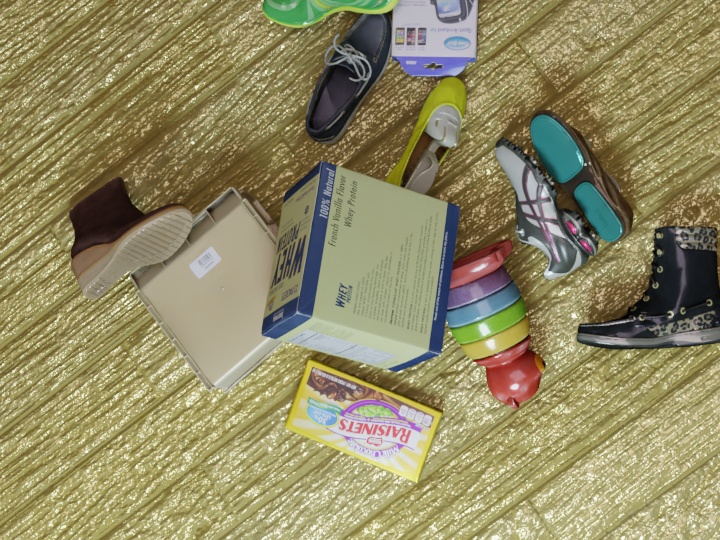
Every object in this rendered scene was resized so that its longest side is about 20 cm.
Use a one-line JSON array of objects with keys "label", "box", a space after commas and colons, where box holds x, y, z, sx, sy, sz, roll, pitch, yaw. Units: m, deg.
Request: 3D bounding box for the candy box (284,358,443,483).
[{"label": "candy box", "box": [0.004, 0.203, 1.629, 0.197, 0.026, 0.104, 21, 94, 8]}]

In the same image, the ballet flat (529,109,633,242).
[{"label": "ballet flat", "box": [0.297, -0.130, 1.582, 0.201, 0.072, 0.068, 53, 131, 2]}]

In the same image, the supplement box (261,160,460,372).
[{"label": "supplement box", "box": [0.000, 0.000, 1.519, 0.197, 0.134, 0.203, 16, 70, -20]}]

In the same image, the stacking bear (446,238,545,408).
[{"label": "stacking bear", "box": [0.179, 0.078, 1.573, 0.112, 0.121, 0.203, -22, 94, 18]}]

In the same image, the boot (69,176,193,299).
[{"label": "boot", "box": [-0.316, -0.072, 1.612, 0.199, 0.072, 0.168, -34, 48, 17]}]

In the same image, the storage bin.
[{"label": "storage bin", "box": [-0.177, 0.026, 1.624, 0.199, 0.094, 0.199, -39, 83, 5]}]

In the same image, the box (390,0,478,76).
[{"label": "box", "box": [0.103, -0.363, 1.630, 0.117, 0.041, 0.204, 2, 91, 7]}]

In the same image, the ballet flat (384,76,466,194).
[{"label": "ballet flat", "box": [0.095, -0.161, 1.605, 0.066, 0.067, 0.202, 28, 94, -27]}]

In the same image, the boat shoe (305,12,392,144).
[{"label": "boat shoe", "box": [-0.018, -0.269, 1.629, 0.074, 0.062, 0.202, 32, 91, 12]}]

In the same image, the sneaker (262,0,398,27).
[{"label": "sneaker", "box": [-0.044, -0.383, 1.612, 0.197, 0.084, 0.075, -6, 64, 20]}]

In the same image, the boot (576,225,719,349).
[{"label": "boot", "box": [0.379, 0.024, 1.567, 0.200, 0.073, 0.157, -3, 85, 3]}]

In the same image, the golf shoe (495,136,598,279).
[{"label": "golf shoe", "box": [0.229, -0.084, 1.587, 0.088, 0.077, 0.201, -37, 84, 12]}]
